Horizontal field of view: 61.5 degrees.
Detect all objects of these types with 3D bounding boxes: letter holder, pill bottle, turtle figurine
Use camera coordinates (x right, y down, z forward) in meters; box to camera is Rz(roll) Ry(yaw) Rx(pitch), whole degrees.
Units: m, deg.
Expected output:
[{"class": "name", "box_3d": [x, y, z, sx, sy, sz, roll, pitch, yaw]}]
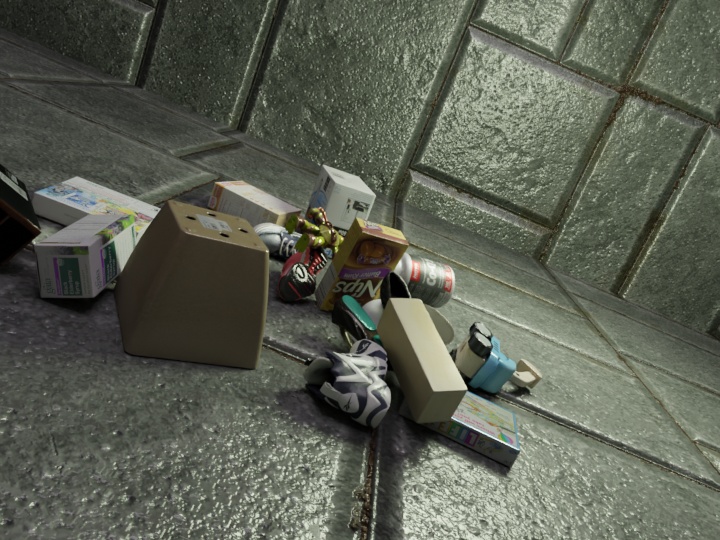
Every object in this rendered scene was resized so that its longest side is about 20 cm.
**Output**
[{"class": "letter holder", "box_3d": [-0.583, -0.080, 0.908, 0.200, 0.142, 0.101, 40, -9, 46]}, {"class": "pill bottle", "box_3d": [0.130, 0.019, 1.532, 0.198, 0.115, 0.114, 15, 18, -27]}, {"class": "turtle figurine", "box_3d": [-0.077, -0.062, 1.284, 0.160, 0.064, 0.202, 8, 59, -55]}]

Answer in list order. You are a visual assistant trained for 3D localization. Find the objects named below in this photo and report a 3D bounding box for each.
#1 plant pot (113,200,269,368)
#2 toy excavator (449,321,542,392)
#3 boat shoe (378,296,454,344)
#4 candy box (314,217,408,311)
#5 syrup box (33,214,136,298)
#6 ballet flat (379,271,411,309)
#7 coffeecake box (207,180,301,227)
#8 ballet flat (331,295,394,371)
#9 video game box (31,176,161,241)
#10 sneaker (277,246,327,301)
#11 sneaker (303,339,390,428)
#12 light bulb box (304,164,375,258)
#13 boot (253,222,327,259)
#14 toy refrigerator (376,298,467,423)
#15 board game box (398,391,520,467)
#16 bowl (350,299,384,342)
[{"class": "plant pot", "box_3d": [-0.242, 0.010, 0.921, 0.198, 0.179, 0.200, 14, 18, -32]}, {"class": "toy excavator", "box_3d": [0.283, 0.201, 1.238, 0.199, 0.100, 0.195, 37, 19, 1]}, {"class": "boat shoe", "box_3d": [0.122, 0.102, 1.336, 0.198, 0.074, 0.063, 25, 5, 20]}, {"class": "candy box", "box_3d": [0.000, 0.000, 1.245, 0.115, 0.201, 0.057, 13, 32, -29]}, {"class": "syrup box", "box_3d": [-0.416, -0.027, 0.935, 0.080, 0.080, 0.200, 0, 18, -3]}, {"class": "ballet flat", "box_3d": [0.081, 0.092, 1.110, 0.066, 0.057, 0.202, -20, 58, -9]}, {"class": "coffeecake box", "box_3d": [-0.281, -0.166, 1.621, 0.198, 0.074, 0.153, 27, 16, 11]}, {"class": "ballet flat", "box_3d": [0.018, 0.130, 1.088, 0.068, 0.069, 0.200, 3, 35, -51]}, {"class": "video game box", "box_3d": [-0.507, -0.116, 1.195, 0.197, 0.047, 0.182, 21, 14, -7]}, {"class": "sneaker", "box_3d": [-0.136, 0.014, 1.287, 0.074, 0.086, 0.201, 57, 29, -16]}, {"class": "sneaker", "box_3d": [-0.029, 0.151, 0.945, 0.128, 0.080, 0.200, 28, 24, -16]}, {"class": "light bulb box", "box_3d": [-0.067, -0.157, 1.663, 0.123, 0.202, 0.199, 15, 17, -19]}, {"class": "boot", "box_3d": [-0.168, -0.059, 1.435, 0.090, 0.074, 0.199, 29, 15, 39]}, {"class": "toy refrigerator", "box_3d": [0.096, 0.141, 0.983, 0.069, 0.077, 0.201, 3, 38, -24]}, {"class": "board game box", "box_3d": [0.166, 0.240, 1.019, 0.198, 0.035, 0.134, 25, 16, 5]}, {"class": "bowl", "box_3d": [0.078, 0.111, 1.211, 0.199, 0.091, 0.201, 22, 15, -6]}]
